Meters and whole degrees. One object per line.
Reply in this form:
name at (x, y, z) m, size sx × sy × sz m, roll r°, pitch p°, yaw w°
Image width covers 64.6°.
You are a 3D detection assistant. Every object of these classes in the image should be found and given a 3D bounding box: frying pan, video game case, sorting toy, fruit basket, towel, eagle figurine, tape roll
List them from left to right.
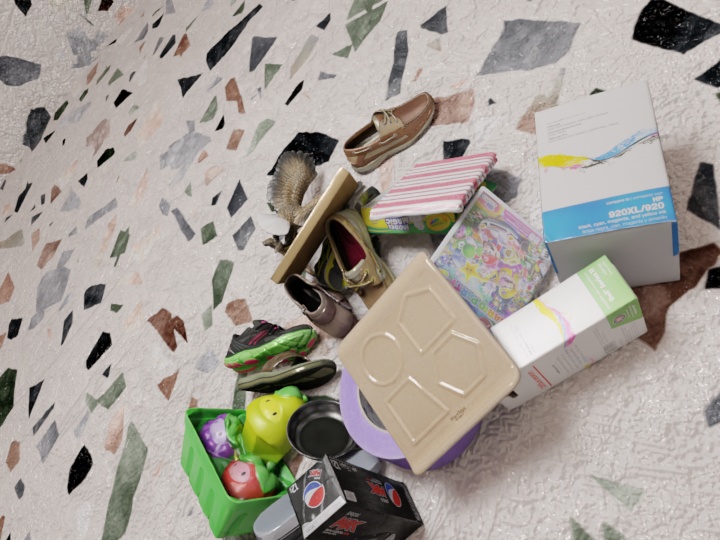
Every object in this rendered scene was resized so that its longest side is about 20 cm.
fruit basket at (-0.172, 0.271, 0.888) m, size 0.212 × 0.153 × 0.223 m, roll -13°, pitch 71°, yaw 43°
eagle figurine at (-0.107, -0.121, 1.064) m, size 0.204 × 0.150 × 0.150 m, roll -60°, pitch 28°, yaw -1°
frying pan at (-0.040, 0.258, 0.820) m, size 0.112 × 0.032 × 0.191 m, roll -11°, pitch 35°, yaw -20°
tape roll at (0.071, 0.166, 0.796) m, size 0.195 × 0.085 × 0.205 m, roll -18°, pitch 55°, yaw 27°
sorting toy at (0.076, 0.111, 0.701) m, size 0.186 × 0.036 × 0.202 m, roll -48°, pitch 60°, yaw 22°
towel at (0.115, -0.123, 0.853) m, size 0.143 × 0.031 × 0.200 m, roll -4°, pitch 28°, yaw 33°
video game case at (0.168, 0.002, 0.769) m, size 0.142 × 0.018 × 0.202 m, roll 38°, pitch 69°, yaw 1°

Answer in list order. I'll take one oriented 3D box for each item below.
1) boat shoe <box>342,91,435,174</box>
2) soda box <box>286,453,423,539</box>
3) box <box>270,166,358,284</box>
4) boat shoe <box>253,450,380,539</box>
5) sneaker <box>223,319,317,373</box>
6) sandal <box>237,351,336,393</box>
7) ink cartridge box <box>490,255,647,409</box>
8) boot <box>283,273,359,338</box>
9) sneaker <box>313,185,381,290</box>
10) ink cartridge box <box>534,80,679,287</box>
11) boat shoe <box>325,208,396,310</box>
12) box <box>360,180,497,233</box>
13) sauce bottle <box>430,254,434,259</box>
boat shoe at (0.051, -0.262, 1.058) m, size 0.198 × 0.072 × 0.077 m, roll -38°, pitch 49°, yaw 13°
soda box at (-0.001, 0.292, 0.699) m, size 0.070 × 0.199 × 0.064 m, roll -41°, pitch 48°, yaw 7°
box at (-0.070, -0.070, 0.930) m, size 0.021 × 0.163 × 0.203 m, roll 34°, pitch 94°, yaw 3°
boat shoe at (-0.050, 0.331, 0.798) m, size 0.196 × 0.070 × 0.073 m, roll -32°, pitch 20°, yaw -18°
sneaker at (-0.164, 0.120, 1.001) m, size 0.195 × 0.076 × 0.086 m, roll -17°, pitch 59°, yaw 26°
sandal at (-0.128, 0.165, 0.945) m, size 0.196 × 0.079 × 0.059 m, roll -14°, pitch 61°, yaw 31°
ink cartridge box at (0.237, 0.083, 0.696) m, size 0.198 × 0.117 × 0.068 m, roll -35°, pitch 52°, yaw 14°
boot at (-0.074, 0.048, 0.927) m, size 0.198 × 0.146 × 0.071 m, roll 28°, pitch 82°, yaw 42°
sneaker at (-0.026, -0.063, 1.003) m, size 0.083 × 0.074 × 0.204 m, roll 2°, pitch 59°, yaw 51°
ink cartridge box at (0.310, -0.099, 0.723) m, size 0.141 × 0.147 × 0.206 m, roll -10°, pitch 59°, yaw 27°
boat shoe at (0.000, 0.000, 0.901) m, size 0.073 × 0.066 × 0.204 m, roll -35°, pitch 80°, yaw 31°
box at (0.111, -0.102, 0.905) m, size 0.196 × 0.050 × 0.117 m, roll 1°, pitch 28°, yaw 39°
sauce bottle at (0.130, -0.005, 0.808) m, size 0.198 × 0.066 × 0.064 m, roll -36°, pitch 43°, yaw -25°
